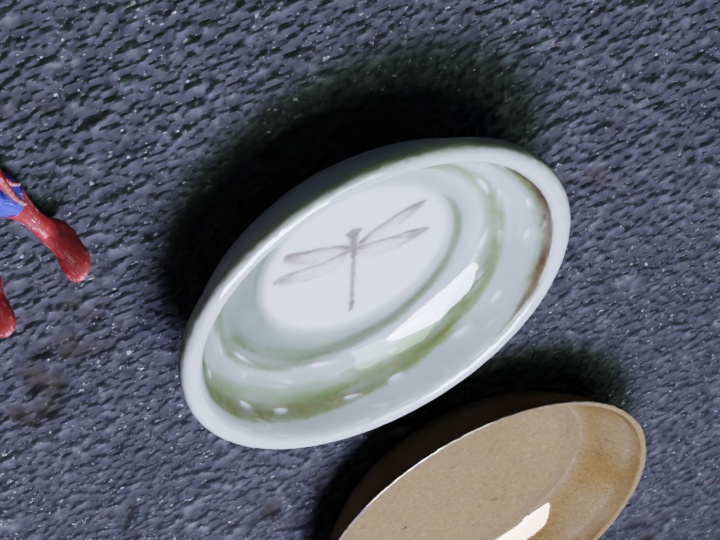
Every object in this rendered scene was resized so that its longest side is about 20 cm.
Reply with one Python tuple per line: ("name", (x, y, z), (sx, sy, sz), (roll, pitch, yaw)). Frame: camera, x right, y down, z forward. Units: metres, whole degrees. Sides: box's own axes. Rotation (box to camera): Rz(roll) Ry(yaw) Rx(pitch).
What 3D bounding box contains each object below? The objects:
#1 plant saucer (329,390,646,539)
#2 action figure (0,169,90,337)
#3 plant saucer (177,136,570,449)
("plant saucer", (0.060, 0.126, 1.577), (0.199, 0.036, 0.201), (-21, 146, -15))
("action figure", (-0.175, -0.034, 1.162), (0.065, 0.052, 0.200), (-32, 145, 8))
("plant saucer", (0.000, 0.000, 1.346), (0.199, 0.050, 0.201), (-21, 146, -15))
